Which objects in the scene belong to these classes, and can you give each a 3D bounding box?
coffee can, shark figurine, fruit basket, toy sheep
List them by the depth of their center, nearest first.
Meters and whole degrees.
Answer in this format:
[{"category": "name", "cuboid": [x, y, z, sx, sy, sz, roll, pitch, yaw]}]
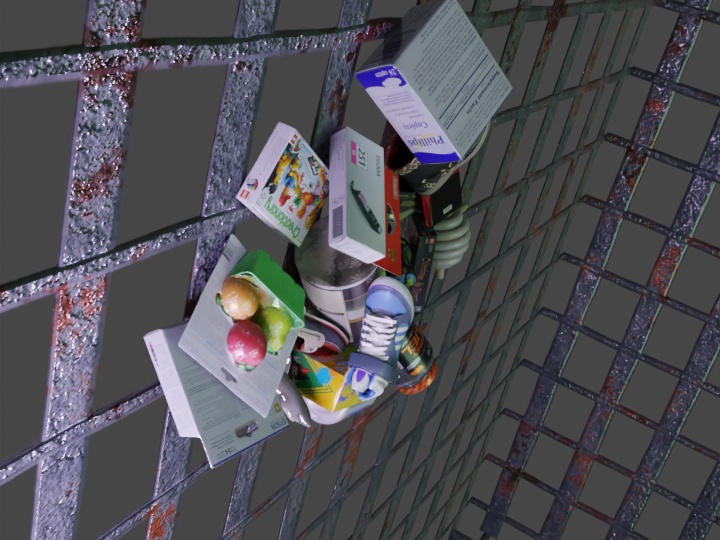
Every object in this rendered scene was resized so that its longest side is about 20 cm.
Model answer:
[{"category": "fruit basket", "cuboid": [-0.165, 0.079, 1.291, 0.185, 0.094, 0.200, 46, 52, -33]}, {"category": "shark figurine", "cuboid": [-0.158, 0.154, 1.446, 0.214, 0.128, 0.090, 35, 104, -27]}, {"category": "coffee can", "cuboid": [-0.027, 0.021, 1.546, 0.146, 0.146, 0.200, -54, 156, -24]}, {"category": "toy sheep", "cuboid": [0.174, -0.072, 1.929, 0.138, 0.138, 0.200, -39, 130, -48]}]

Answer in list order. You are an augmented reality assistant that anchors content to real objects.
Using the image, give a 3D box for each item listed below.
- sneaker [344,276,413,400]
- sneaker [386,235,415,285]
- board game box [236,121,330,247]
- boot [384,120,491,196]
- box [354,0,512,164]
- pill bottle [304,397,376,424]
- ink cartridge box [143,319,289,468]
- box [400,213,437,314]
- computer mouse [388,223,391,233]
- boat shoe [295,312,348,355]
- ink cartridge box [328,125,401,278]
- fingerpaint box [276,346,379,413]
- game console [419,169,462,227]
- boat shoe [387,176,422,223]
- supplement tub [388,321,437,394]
[{"category": "sneaker", "cuboid": [0.026, 0.123, 1.449, 0.200, 0.080, 0.147, 94, 16, -49]}, {"category": "sneaker", "cuboid": [0.065, -0.022, 1.747, 0.200, 0.071, 0.083, -110, -153, -73]}, {"category": "board game box", "cuboid": [-0.107, -0.124, 1.354, 0.126, 0.035, 0.200, -61, 158, -6]}, {"category": "boot", "cuboid": [0.135, -0.228, 1.589, 0.200, 0.073, 0.151, -47, 153, 15]}, {"category": "box", "cuboid": [0.122, -0.306, 1.462, 0.200, 0.105, 0.184, 50, 62, -26]}, {"category": "pill bottle", "cuboid": [-0.030, 0.236, 1.823, 0.200, 0.112, 0.112, -9, 122, -65]}, {"category": "ink cartridge box", "cuboid": [-0.200, 0.161, 1.283, 0.196, 0.043, 0.200, -15, 86, -61]}, {"category": "box", "cuboid": [0.107, -0.030, 1.835, 0.137, 0.038, 0.200, -106, -162, -50]}, {"category": "computer mouse", "cuboid": [0.000, 0.000, 1.723, 0.110, 0.044, 0.200, -13, 125, -64]}, {"category": "boat shoe", "cuboid": [-0.098, 0.102, 1.498, 0.200, 0.071, 0.063, 36, 61, -41]}, {"category": "ink cartridge box", "cuboid": [0.022, -0.106, 1.438, 0.173, 0.044, 0.200, 24, 56, -42]}, {"category": "fingerpaint box", "cuboid": [-0.063, 0.172, 1.603, 0.200, 0.167, 0.073, -4, 118, -66]}, {"category": "game console", "cuboid": [0.152, -0.190, 1.774, 0.200, 0.031, 0.177, -35, 122, -61]}, {"category": "boat shoe", "cuboid": [0.093, -0.151, 1.730, 0.200, 0.074, 0.073, -35, 145, -53]}, {"category": "supplement tub", "cuboid": [0.068, 0.151, 1.830, 0.123, 0.122, 0.200, -53, 122, -27]}]
